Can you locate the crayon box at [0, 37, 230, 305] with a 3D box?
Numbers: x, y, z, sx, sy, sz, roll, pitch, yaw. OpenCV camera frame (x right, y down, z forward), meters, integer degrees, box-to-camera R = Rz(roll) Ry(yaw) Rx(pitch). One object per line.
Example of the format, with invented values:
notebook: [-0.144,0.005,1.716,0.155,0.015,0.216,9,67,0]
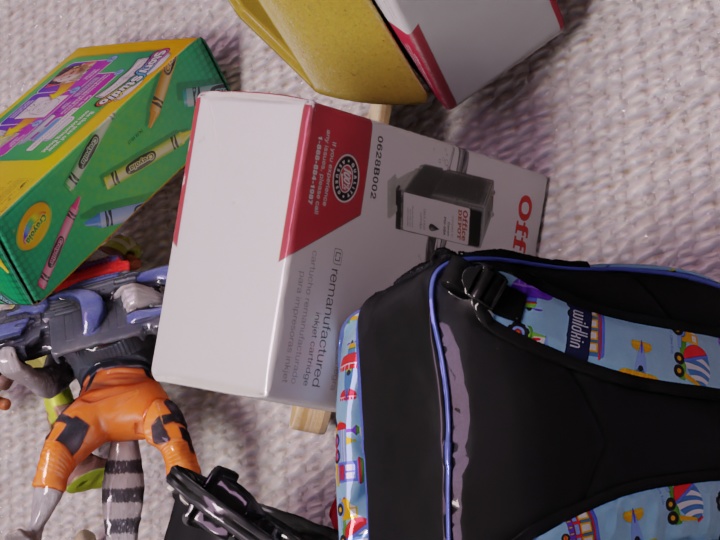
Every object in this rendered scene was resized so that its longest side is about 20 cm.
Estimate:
crayon box: [-0.180,-0.062,1.360,0.118,0.200,0.059,1,127,44]

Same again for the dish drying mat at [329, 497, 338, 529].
dish drying mat: [0.046,0.183,1.208,0.077,0.018,0.201,-51,53,26]

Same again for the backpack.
backpack: [0.101,0.085,1.067,0.134,0.198,0.184,-25,66,59]

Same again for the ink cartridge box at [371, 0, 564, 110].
ink cartridge box: [0.009,-0.205,1.200,0.083,0.145,0.200,-36,55,-2]

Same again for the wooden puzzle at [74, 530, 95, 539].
wooden puzzle: [-0.180,0.284,1.358,0.186,0.037,0.200,-58,31,19]

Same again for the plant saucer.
plant saucer: [-0.061,-0.183,1.230,0.048,0.201,0.200,-35,31,-4]

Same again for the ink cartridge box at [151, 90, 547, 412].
ink cartridge box: [0.000,0.000,1.164,0.082,0.199,0.148,7,87,40]

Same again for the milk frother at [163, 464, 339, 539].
milk frother: [-0.075,0.206,1.147,0.179,0.200,0.190,6,71,41]

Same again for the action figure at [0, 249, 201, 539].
action figure: [-0.169,0.074,1.326,0.198,0.105,0.195,-8,61,7]

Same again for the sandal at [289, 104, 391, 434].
sandal: [-0.033,-0.019,1.269,0.078,0.069,0.214,-139,60,-84]

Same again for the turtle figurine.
turtle figurine: [-0.182,0.045,1.417,0.200,0.064,0.162,-41,63,15]
